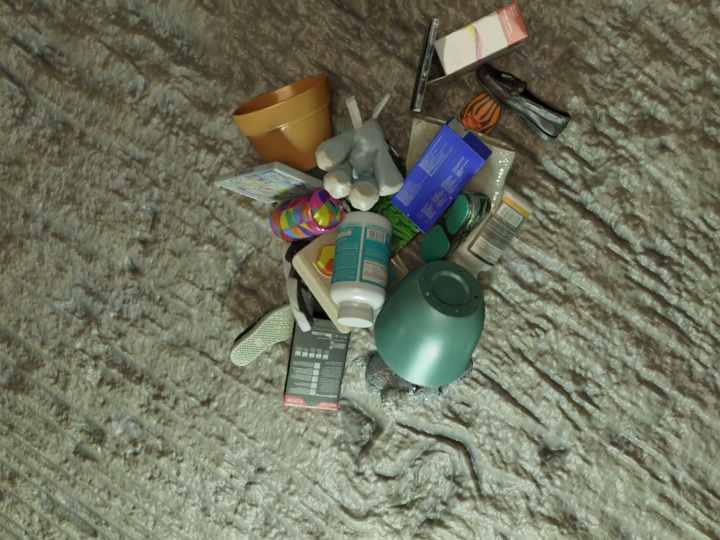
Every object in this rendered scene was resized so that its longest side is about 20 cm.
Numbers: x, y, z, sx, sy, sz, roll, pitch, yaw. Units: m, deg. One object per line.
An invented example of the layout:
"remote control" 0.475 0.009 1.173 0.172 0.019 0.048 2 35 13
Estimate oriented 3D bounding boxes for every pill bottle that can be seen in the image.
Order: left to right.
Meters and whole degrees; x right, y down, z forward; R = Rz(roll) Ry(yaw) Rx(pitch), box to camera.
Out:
"pill bottle" 0.000 0.000 1.206 0.107 0.111 0.206 4 73 9
"pill bottle" 0.234 -0.075 1.232 0.115 0.116 0.202 35 105 2

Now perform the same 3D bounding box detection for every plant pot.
"plant pot" -0.132 -0.275 1.234 0.195 0.201 0.143 -16 115 13
"plant pot" 0.138 0.081 1.159 0.197 0.202 0.163 26 137 4

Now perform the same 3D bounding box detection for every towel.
"towel" 0.174 -0.193 1.147 0.196 0.034 0.135 26 132 19

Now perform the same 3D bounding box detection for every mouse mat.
"mouse mat" 0.048 -0.144 1.288 0.160 0.008 0.201 -40 93 -1

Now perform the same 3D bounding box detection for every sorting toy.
"sorting toy" -0.013 -0.006 1.281 0.199 0.036 0.187 -38 94 -24

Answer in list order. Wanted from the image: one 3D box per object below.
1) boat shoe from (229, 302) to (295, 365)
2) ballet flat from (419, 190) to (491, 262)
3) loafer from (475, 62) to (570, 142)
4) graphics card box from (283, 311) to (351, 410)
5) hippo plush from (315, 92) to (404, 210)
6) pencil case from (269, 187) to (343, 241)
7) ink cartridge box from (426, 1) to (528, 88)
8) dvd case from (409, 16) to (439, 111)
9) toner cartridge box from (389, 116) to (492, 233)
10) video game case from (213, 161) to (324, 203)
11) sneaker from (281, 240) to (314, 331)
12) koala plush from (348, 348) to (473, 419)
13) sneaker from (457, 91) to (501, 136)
"boat shoe" -0.201 0.129 1.380 0.198 0.062 0.075 -36 111 0
"ballet flat" 0.175 -0.073 1.154 0.074 0.075 0.200 40 146 1
"loafer" 0.307 -0.327 1.186 0.198 0.072 0.063 38 137 -6
"graphics card box" -0.093 0.192 1.362 0.122 0.051 0.206 7 104 -9
"hippo plush" -0.017 -0.200 1.196 0.155 0.161 0.206 -9 84 -14
"pencil case" -0.110 -0.108 1.245 0.086 0.198 0.091 1 89 -32
"ink cartridge box" 0.201 -0.410 1.172 0.196 0.117 0.069 -23 96 13
"dvd case" 0.113 -0.367 1.154 0.016 0.200 0.153 11 103 0
"toner cartridge box" 0.140 -0.166 1.136 0.095 0.043 0.201 43 135 5
"video game case" -0.173 -0.168 1.237 0.197 0.141 0.019 -3 76 43
"sneaker" -0.095 0.018 1.299 0.111 0.076 0.205 -13 63 0
"koala plush" 0.084 0.198 1.252 0.179 0.197 0.185 52 132 25
"sneaker" 0.196 -0.254 1.205 0.077 0.112 0.201 40 105 1
